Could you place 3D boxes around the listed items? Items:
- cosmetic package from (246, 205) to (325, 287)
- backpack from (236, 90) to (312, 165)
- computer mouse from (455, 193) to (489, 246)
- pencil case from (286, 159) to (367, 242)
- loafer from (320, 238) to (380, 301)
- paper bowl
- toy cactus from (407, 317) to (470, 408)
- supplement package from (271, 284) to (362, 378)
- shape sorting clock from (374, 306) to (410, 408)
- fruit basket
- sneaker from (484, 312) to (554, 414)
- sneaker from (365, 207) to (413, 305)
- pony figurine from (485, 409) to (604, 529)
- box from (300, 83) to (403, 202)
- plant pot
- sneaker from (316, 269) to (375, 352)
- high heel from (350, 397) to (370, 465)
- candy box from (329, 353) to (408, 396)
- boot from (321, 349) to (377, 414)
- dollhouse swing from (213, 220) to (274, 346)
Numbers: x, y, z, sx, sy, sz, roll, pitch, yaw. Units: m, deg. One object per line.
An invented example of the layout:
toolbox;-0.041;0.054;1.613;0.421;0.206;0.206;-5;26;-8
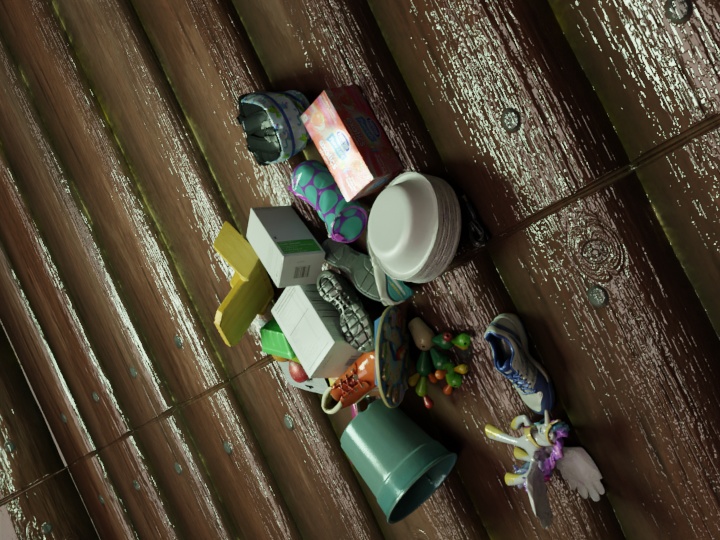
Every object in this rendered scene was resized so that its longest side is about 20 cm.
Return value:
cosmetic package;-0.167;-0.055;1.783;0.201;0.106;0.086;52;138;43
backpack;-0.175;-0.305;1.701;0.200;0.151;0.167;-137;30;-76
computer mouse;0.152;-0.061;1.563;0.199;0.044;0.111;-35;83;45
pencil case;-0.070;-0.145;1.679;0.200;0.092;0.085;50;180;40
loafer;0.000;0.000;1.734;0.199;0.063;0.072;38;89;24
paper bowl;0.089;-0.083;1.522;0.199;0.103;0.206;-16;70;53
toy cactus;0.144;0.174;1.645;0.166;0.101;0.202;55;144;25
supplement package;-0.091;0.122;1.776;0.114;0.108;0.201;-53;53;27
shape sorting clock;0.069;0.174;1.638;0.038;0.200;0.205;-6;104;20
fruit basket;-0.153;0.205;1.949;0.183;0.094;0.202;5;131;50
sneaker;0.287;0.184;1.505;0.075;0.087;0.203;-30;87;44
sneaker;0.056;-0.031;1.657;0.078;0.078;0.205;72;-176;-83
pony figurine;0.333;0.354;1.503;0.199;0.164;0.197;-27;84;62
box;-0.016;-0.253;1.605;0.094;0.102;0.203;-36;80;45
plant pot;0.069;0.393;1.727;0.196;0.198;0.203;43;132;26
sneaker;-0.014;0.081;1.713;0.075;0.079;0.202;-39;69;23
high heel;-0.011;0.374;1.878;0.094;0.067;0.204;-5;107;33
candy box;0.007;0.214;1.807;0.197;0.055;0.118;-4;104;44
boot;-0.009;0.236;1.718;0.075;0.106;0.201;51;131;18
dollhouse swing;-0.309;0.039;1.898;0.181;0.175;0.201;42;163;22
